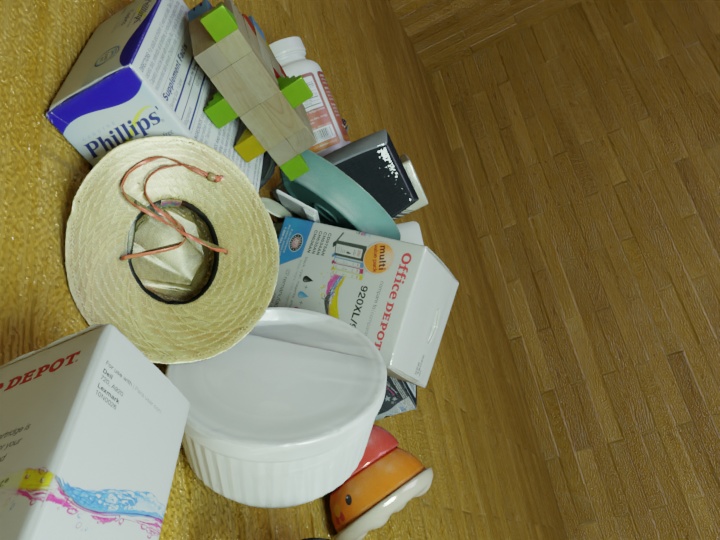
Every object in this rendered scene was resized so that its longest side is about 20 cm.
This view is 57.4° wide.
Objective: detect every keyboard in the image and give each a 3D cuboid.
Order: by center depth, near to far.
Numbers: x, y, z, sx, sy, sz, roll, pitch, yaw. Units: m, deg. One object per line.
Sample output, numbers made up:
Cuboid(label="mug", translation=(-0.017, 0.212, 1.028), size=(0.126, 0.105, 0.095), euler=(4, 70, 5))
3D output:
Cuboid(label="keyboard", translation=(-0.077, -0.071, 0.874), size=(0.056, 0.011, 0.200), euler=(34, -6, 3))

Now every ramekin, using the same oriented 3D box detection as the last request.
Cuboid(label="ramekin", translation=(-0.077, 0.125, 0.611), size=(0.203, 0.199, 0.095), euler=(-76, 172, -60))

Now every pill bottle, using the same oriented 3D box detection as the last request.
Cuboid(label="pill bottle", translation=(-0.100, -0.275, 1.099), size=(0.202, 0.111, 0.112), euler=(68, 18, -5))

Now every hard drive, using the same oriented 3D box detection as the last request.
Cuboid(label="hard drive", translation=(-0.022, -0.111, 0.996), size=(0.136, 0.198, 0.042), euler=(61, 7, -19))

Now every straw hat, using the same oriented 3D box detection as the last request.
Cuboid(label="straw hat", translation=(-0.177, -0.016, 0.619), size=(0.085, 0.199, 0.203), euler=(-11, -78, 65))

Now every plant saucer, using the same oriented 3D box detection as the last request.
Cuboid(label="plant saucer", translation=(-0.037, -0.087, 0.862), size=(0.199, 0.036, 0.200), euler=(37, -9, 7))

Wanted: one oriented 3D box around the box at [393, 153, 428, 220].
Cuboid(label="box", translation=(0.003, -0.105, 1.058), size=(0.083, 0.198, 0.068), euler=(62, 7, -17))

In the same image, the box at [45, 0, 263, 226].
Cuboid(label="box", translation=(-0.197, -0.157, 0.695), size=(0.201, 0.104, 0.185), euler=(55, 22, -39))

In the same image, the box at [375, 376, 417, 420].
Cuboid(label="box", translation=(0.013, 0.113, 1.002), size=(0.133, 0.114, 0.201), euler=(60, 21, -29))

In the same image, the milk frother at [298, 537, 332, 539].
Cuboid(label="milk frother", translation=(-0.045, 0.325, 0.476), size=(0.181, 0.186, 0.201), euler=(57, 22, -31))

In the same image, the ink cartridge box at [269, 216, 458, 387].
Cuboid(label="ink cartridge box", translation=(-0.003, 0.039, 0.822), size=(0.145, 0.198, 0.149), euler=(36, 70, -61))

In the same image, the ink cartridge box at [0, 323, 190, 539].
Cuboid(label="ink cartridge box", translation=(-0.184, 0.144, 0.338), size=(0.084, 0.143, 0.201), euler=(56, 22, -36))

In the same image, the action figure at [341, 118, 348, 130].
Cuboid(label="action figure", translation=(-0.064, -0.273, 1.277), size=(0.131, 0.069, 0.201), euler=(-90, 156, -59))

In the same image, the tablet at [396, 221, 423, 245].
Cuboid(label="tablet", translation=(0.000, 0.000, 0.961), size=(0.014, 0.197, 0.132), euler=(82, -2, -65))

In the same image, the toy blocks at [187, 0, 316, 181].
Cuboid(label="toy blocks", translation=(-0.117, -0.213, 0.702), size=(0.200, 0.099, 0.138), euler=(52, 13, -45))

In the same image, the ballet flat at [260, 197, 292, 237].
Cuboid(label="ballet flat", translation=(-0.114, -0.050, 0.871), size=(0.200, 0.072, 0.068), euler=(48, 23, -50))

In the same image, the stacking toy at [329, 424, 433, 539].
Cuboid(label="stacking toy", translation=(-0.016, 0.224, 0.837), size=(0.201, 0.146, 0.146), euler=(54, 13, 18))

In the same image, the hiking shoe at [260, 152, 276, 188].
Cuboid(label="hiking shoe", translation=(-0.172, -0.185, 0.876), size=(0.100, 0.075, 0.201), euler=(36, 28, -44))
